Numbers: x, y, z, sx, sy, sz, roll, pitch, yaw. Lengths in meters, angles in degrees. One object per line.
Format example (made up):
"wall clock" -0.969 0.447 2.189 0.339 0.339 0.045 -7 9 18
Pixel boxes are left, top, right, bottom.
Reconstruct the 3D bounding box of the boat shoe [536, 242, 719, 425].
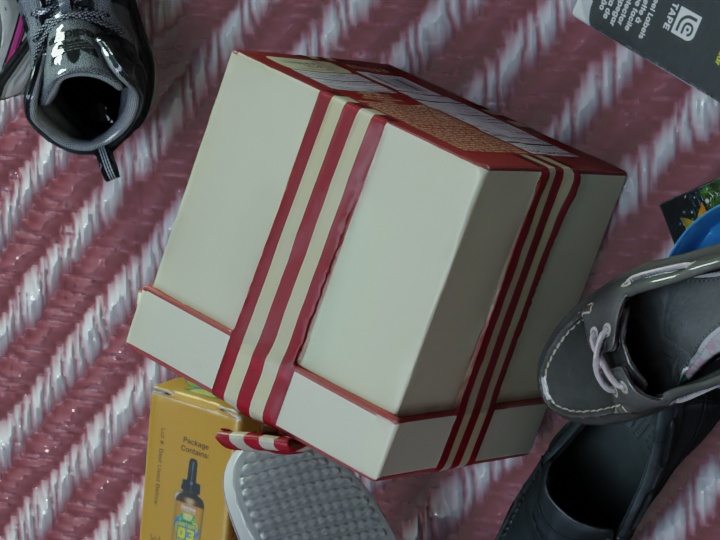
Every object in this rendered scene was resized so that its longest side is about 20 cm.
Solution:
"boat shoe" 0.150 0.023 1.202 0.200 0.057 0.067 -25 83 36

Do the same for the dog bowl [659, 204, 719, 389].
"dog bowl" 0.215 0.059 1.228 0.111 0.050 0.201 -24 83 36

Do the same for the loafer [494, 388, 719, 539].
"loafer" 0.112 0.115 1.346 0.068 0.070 0.201 46 121 21

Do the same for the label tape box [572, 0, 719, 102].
"label tape box" 0.210 -0.138 1.206 0.200 0.063 0.145 35 110 37

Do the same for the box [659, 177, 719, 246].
"box" 0.240 0.035 1.260 0.136 0.038 0.201 -25 84 36

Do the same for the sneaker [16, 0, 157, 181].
"sneaker" -0.158 -0.147 1.433 0.075 0.114 0.201 -16 117 4

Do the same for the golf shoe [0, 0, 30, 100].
"golf shoe" -0.204 -0.197 1.504 0.072 0.092 0.201 6 101 36

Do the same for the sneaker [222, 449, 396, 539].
"sneaker" -0.020 0.172 1.409 0.201 0.073 0.114 51 153 -16

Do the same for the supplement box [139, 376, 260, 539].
"supplement box" -0.085 0.162 1.499 0.066 0.069 0.201 15 108 32

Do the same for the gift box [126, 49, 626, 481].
"gift box" 0.000 0.000 1.345 0.200 0.184 0.187 27 104 33
